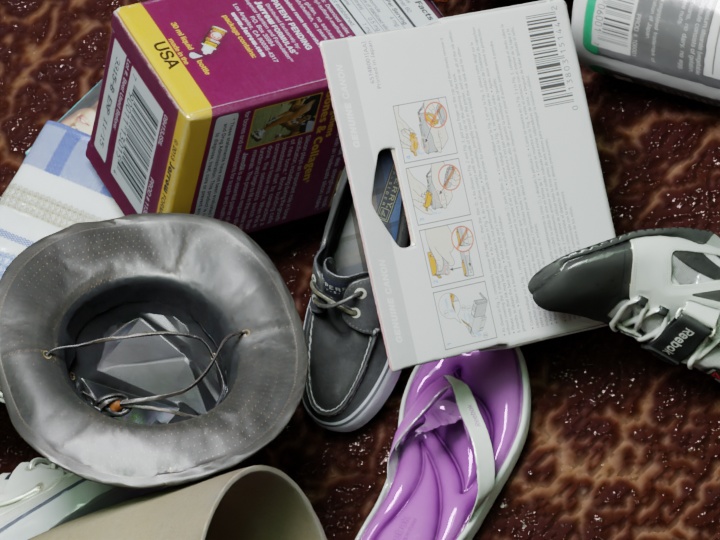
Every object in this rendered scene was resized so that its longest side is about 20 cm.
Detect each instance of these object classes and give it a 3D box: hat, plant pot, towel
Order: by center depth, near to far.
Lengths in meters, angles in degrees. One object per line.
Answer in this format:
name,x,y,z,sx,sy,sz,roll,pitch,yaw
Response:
plant pot,-0.138,0.211,1.558,0.199,0.187,0.188,-6,59,25
hat,-0.122,0.062,1.591,0.200,0.081,0.201,1,51,-1
towel,-0.169,0.007,1.684,0.146,0.024,0.200,21,58,4

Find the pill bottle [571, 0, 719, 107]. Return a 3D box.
pill bottle,0.242,-0.155,1.702,0.199,0.113,0.113,18,67,20

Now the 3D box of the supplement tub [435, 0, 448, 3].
supplement tub,0.108,-0.256,1.674,0.200,0.122,0.123,-30,58,17

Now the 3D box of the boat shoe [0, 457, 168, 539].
boat shoe,-0.196,0.147,1.658,0.200,0.071,0.070,-30,59,1

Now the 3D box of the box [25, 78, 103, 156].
box,-0.119,-0.112,1.792,0.082,0.049,0.200,37,74,27

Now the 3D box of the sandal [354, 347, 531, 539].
sandal,0.049,0.113,1.631,0.082,0.050,0.203,11,64,17

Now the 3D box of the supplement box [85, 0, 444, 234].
supplement box,-0.054,-0.106,1.687,0.199,0.131,0.103,-16,54,-29

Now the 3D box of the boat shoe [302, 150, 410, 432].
boat shoe,0.000,0.000,1.654,0.070,0.066,0.201,23,96,27

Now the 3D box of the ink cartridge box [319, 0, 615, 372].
ink cartridge box,0.062,-0.051,1.627,0.176,0.045,0.201,-12,90,-28

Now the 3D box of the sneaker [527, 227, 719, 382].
sneaker,0.198,0.025,1.607,0.199,0.074,0.089,-1,70,-18
